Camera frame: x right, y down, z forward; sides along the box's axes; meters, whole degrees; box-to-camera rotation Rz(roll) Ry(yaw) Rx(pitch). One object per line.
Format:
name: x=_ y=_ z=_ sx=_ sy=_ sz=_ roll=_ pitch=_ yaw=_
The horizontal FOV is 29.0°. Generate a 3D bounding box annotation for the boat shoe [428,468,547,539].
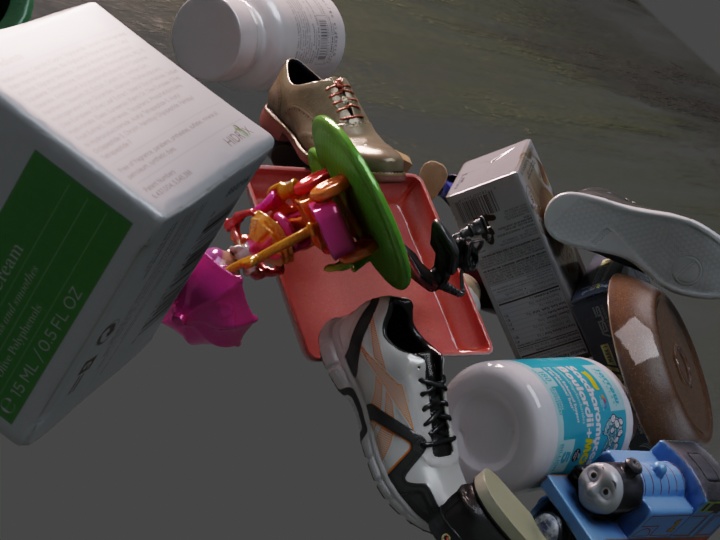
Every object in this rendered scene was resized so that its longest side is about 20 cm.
boat shoe: x=0.132 y=0.241 z=1.031 sx=0.202 sy=0.063 sz=0.074 roll=49 pitch=13 yaw=-5

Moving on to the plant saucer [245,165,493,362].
plant saucer: x=0.000 y=0.000 z=1.231 sx=0.199 sy=0.037 sz=0.201 roll=1 pitch=55 yaw=-36

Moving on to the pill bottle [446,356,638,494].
pill bottle: x=0.162 y=0.130 z=1.198 sx=0.199 sy=0.111 sz=0.111 roll=1 pitch=42 yaw=-51

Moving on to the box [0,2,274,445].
box: x=-0.199 y=-0.038 z=0.919 sx=0.171 sy=0.199 sz=0.200 roll=37 pitch=25 yaw=3

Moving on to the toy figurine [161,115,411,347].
toy figurine: x=-0.082 y=-0.016 z=1.091 sx=0.151 sy=0.183 sz=0.200 roll=65 pitch=-10 yaw=-16

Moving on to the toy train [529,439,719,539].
toy train: x=0.225 y=0.198 z=1.157 sx=0.199 sy=0.115 sz=0.087 roll=10 pitch=35 yaw=-45

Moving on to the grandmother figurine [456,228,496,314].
grandmother figurine: x=0.108 y=0.002 z=1.418 sx=0.121 sy=0.061 sz=0.200 roll=29 pitch=22 yaw=1

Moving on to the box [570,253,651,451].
box: x=0.277 y=0.090 z=1.383 sx=0.201 sy=0.051 sz=0.158 roll=66 pitch=22 yaw=-10

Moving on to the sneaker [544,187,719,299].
sneaker: x=0.277 y=-0.033 z=1.341 sx=0.199 sy=0.071 sz=0.099 roll=21 pitch=14 yaw=8

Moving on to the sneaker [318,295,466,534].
sneaker: x=0.039 y=0.110 z=1.083 sx=0.074 sy=0.080 sz=0.201 roll=-7 pitch=65 yaw=-56

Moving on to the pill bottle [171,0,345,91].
pill bottle: x=-0.111 y=-0.252 z=1.506 sx=0.114 sy=0.115 sz=0.200 roll=44 pitch=26 yaw=16

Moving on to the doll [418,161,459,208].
doll: x=0.127 y=-0.082 z=1.564 sx=0.136 sy=0.049 sz=0.200 roll=22 pitch=5 yaw=16

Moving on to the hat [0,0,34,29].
hat: x=-0.350 y=-0.183 z=1.195 sx=0.199 sy=0.176 sz=0.166 roll=-33 pitch=69 yaw=-24

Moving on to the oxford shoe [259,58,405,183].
oxford shoe: x=-0.026 y=-0.137 z=1.269 sx=0.070 sy=0.075 sz=0.200 roll=-4 pitch=27 yaw=-41

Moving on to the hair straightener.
hair straightener: x=0.081 y=-0.009 z=1.156 sx=0.041 sy=0.077 sz=0.200 roll=59 pitch=4 yaw=16

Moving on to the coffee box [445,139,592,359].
coffee box: x=0.166 y=-0.013 z=1.382 sx=0.201 sy=0.079 sz=0.114 roll=65 pitch=22 yaw=-15

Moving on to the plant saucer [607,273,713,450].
plant saucer: x=0.284 y=0.093 z=1.288 sx=0.200 sy=0.036 sz=0.201 roll=47 pitch=32 yaw=-41

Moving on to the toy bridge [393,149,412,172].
toy bridge: x=0.046 y=-0.043 z=1.401 sx=0.027 sy=0.067 sz=0.200 roll=21 pitch=27 yaw=-28

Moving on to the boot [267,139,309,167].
boot: x=-0.018 y=-0.081 z=1.395 sx=0.200 sy=0.070 sz=0.146 roll=47 pitch=13 yaw=-4
